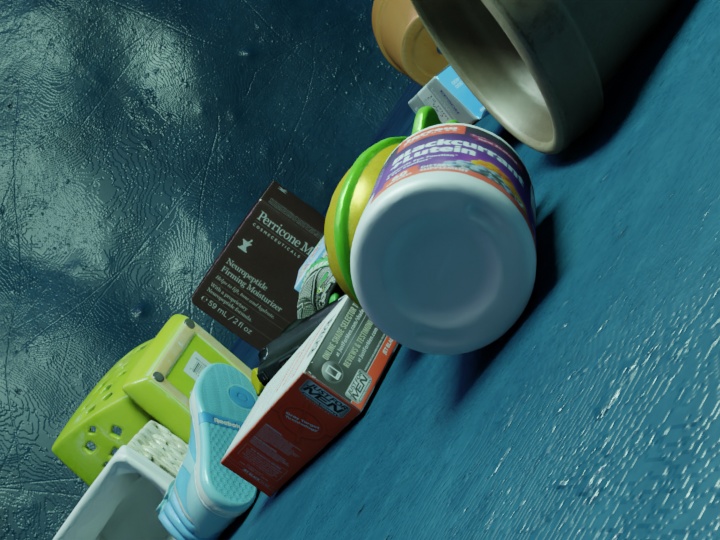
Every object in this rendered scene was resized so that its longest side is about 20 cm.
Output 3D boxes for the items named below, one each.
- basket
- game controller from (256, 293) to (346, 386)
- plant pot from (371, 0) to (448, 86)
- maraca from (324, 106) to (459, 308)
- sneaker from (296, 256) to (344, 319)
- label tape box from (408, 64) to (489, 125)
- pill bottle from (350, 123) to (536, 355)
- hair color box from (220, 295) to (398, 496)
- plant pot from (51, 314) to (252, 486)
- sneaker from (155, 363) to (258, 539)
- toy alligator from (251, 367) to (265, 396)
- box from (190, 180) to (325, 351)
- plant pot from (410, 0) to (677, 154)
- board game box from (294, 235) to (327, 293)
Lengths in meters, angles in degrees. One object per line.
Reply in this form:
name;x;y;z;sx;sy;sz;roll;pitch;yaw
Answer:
basket;-0.257;0.292;1.496;0.200;0.135;0.123;-53;2;20
game controller;-0.017;0.046;1.226;0.199;0.042;0.104;-31;5;36
plant pot;0.120;-0.367;1.984;0.200;0.199;0.140;-52;22;25
maraca;0.042;-0.044;1.017;0.106;0.138;0.200;-4;33;39
sneaker;-0.022;0.026;1.352;0.085;0.078;0.200;-59;7;-33
label tape box;0.135;-0.200;1.251;0.143;0.066;0.200;-39;1;-9
pill bottle;0.059;-0.033;0.841;0.112;0.111;0.200;-53;6;19
hair color box;-0.044;0.111;1.126;0.200;0.061;0.102;-50;7;51
plant pot;-0.235;0.187;1.632;0.181;0.200;0.199;-44;10;31
sneaker;-0.165;0.199;1.340;0.131;0.079;0.201;-54;23;32
toy alligator;-0.066;0.120;1.343;0.200;0.059;0.055;156;105;-66
box;-0.137;-0.003;2.028;0.201;0.165;0.164;-54;5;13
plant pot;0.146;-0.213;0.924;0.174;0.201;0.200;-38;5;-3
board game box;-0.004;-0.060;1.514;0.201;0.036;0.151;-54;5;6
